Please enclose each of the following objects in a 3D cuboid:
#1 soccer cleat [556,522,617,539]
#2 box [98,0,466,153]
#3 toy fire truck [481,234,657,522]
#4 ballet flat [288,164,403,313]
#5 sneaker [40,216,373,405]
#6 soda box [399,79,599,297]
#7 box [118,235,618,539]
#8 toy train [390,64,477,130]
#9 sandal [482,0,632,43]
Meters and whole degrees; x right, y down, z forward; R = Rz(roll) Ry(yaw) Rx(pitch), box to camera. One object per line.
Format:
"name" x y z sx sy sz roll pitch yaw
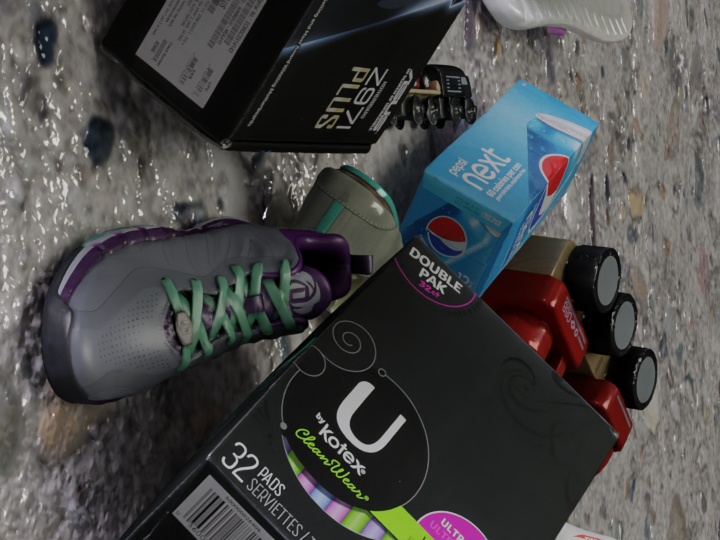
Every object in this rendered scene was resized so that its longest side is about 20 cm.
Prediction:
"soccer cleat" 0.085 0.214 1.036 0.201 0.085 0.069 120 -32 -41
"box" -0.008 -0.161 0.837 0.201 0.086 0.164 -57 161 16
"toy fire truck" 0.133 0.099 1.219 0.201 0.128 0.177 -61 143 -30
"ballet flat" 0.000 0.000 0.993 0.064 0.067 0.200 -55 160 -8
"sneaker" -0.067 0.009 0.813 0.200 0.087 0.075 -33 117 -62
"soda box" 0.093 -0.058 1.161 0.200 0.068 0.064 -45 162 -57
"box" 0.002 0.110 0.821 0.149 0.124 0.200 45 41 0
"toy train" 0.026 -0.112 1.086 0.200 0.034 0.046 -11 95 -65
"sandal" 0.140 -0.211 1.329 0.202 0.050 0.083 -1 74 -52
